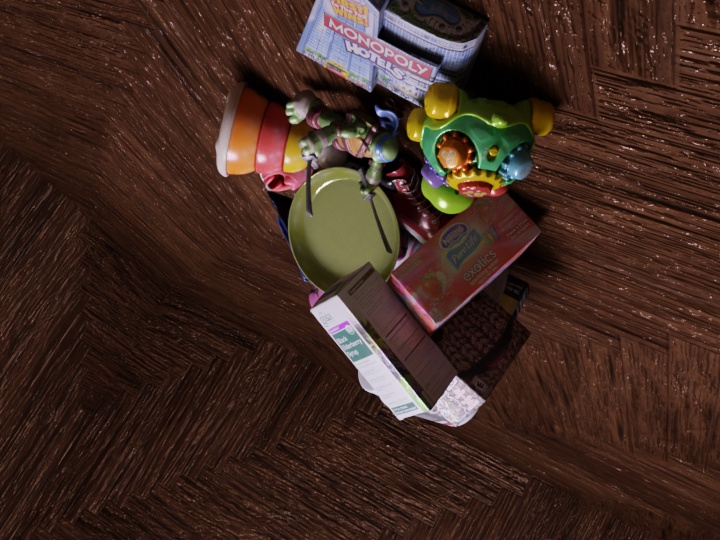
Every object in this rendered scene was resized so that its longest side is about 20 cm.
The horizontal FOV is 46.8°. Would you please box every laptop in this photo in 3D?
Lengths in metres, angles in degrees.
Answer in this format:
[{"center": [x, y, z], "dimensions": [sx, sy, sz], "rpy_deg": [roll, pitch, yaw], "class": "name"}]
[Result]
[{"center": [-0.044, -0.080, 1.499], "dimensions": [0.176, 0.103, 0.201], "rpy_deg": [14, -139, -57], "class": "laptop"}]

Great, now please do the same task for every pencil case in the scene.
[{"center": [0.000, 0.000, 1.354], "dimensions": [0.093, 0.092, 0.200], "rpy_deg": [25, 133, -21], "class": "pencil case"}]

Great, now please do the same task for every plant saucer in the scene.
[{"center": [-0.021, -0.057, 1.269], "dimensions": [0.198, 0.203, 0.031], "rpy_deg": [25, -157, 23], "class": "plant saucer"}]

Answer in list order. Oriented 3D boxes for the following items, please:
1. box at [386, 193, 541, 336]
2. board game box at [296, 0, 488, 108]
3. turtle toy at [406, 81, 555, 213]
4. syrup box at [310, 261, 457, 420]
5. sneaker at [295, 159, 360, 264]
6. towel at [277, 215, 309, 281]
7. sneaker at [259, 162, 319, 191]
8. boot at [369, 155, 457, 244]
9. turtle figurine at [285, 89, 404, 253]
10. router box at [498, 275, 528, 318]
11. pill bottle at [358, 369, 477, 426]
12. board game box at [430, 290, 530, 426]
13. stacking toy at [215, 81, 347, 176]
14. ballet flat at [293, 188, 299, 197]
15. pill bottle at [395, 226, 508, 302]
[{"center": [0.137, -0.012, 1.139], "dimensions": [0.095, 0.199, 0.103], "rpy_deg": [48, 168, 8], "class": "box"}, {"center": [0.026, -0.258, 0.872], "dimensions": [0.198, 0.062, 0.200], "rpy_deg": [30, 166, 6], "class": "board game box"}, {"center": [0.122, -0.128, 0.930], "dimensions": [0.143, 0.103, 0.200], "rpy_deg": [7, 168, -11], "class": "turtle toy"}, {"center": [0.032, 0.096, 1.125], "dimensions": [0.201, 0.081, 0.078], "rpy_deg": [50, 144, -8], "class": "syrup box"}, {"center": [-0.056, -0.096, 1.364], "dimensions": [0.078, 0.202, 0.090], "rpy_deg": [10, -154, -37], "class": "sneaker"}, {"center": [-0.067, -0.028, 1.540], "dimensions": [0.199, 0.024, 0.146], "rpy_deg": [14, -138, -56], "class": "towel"}, {"center": [-0.151, -0.180, 1.427], "dimensions": [0.199, 0.087, 0.074], "rpy_deg": [13, 156, 51], "class": "sneaker"}, {"center": [0.101, -0.097, 1.232], "dimensions": [0.198, 0.073, 0.145], "rpy_deg": [30, 164, 19], "class": "boot"}, {"center": [-0.037, -0.151, 1.127], "dimensions": [0.142, 0.203, 0.194], "rpy_deg": [-3, -150, -30], "class": "turtle figurine"}, {"center": [0.165, 0.058, 1.426], "dimensions": [0.198, 0.159, 0.052], "rpy_deg": [25, 165, 21], "class": "router box"}, {"center": [0.094, 0.175, 1.328], "dimensions": [0.198, 0.112, 0.110], "rpy_deg": [22, 173, -37], "class": "pill bottle"}, {"center": [0.124, 0.096, 1.236], "dimensions": [0.199, 0.160, 0.097], "rpy_deg": [40, 141, 4], "class": "board game box"}, {"center": [-0.116, -0.198, 1.289], "dimensions": [0.197, 0.148, 0.146], "rpy_deg": [14, 166, -4], "class": "stacking toy"}, {"center": [-0.021, -0.110, 1.451], "dimensions": [0.198, 0.071, 0.065], "rpy_deg": [24, 156, -4], "class": "ballet flat"}, {"center": [0.133, -0.012, 1.357], "dimensions": [0.198, 0.110, 0.109], "rpy_deg": [22, 163, 33], "class": "pill bottle"}]
